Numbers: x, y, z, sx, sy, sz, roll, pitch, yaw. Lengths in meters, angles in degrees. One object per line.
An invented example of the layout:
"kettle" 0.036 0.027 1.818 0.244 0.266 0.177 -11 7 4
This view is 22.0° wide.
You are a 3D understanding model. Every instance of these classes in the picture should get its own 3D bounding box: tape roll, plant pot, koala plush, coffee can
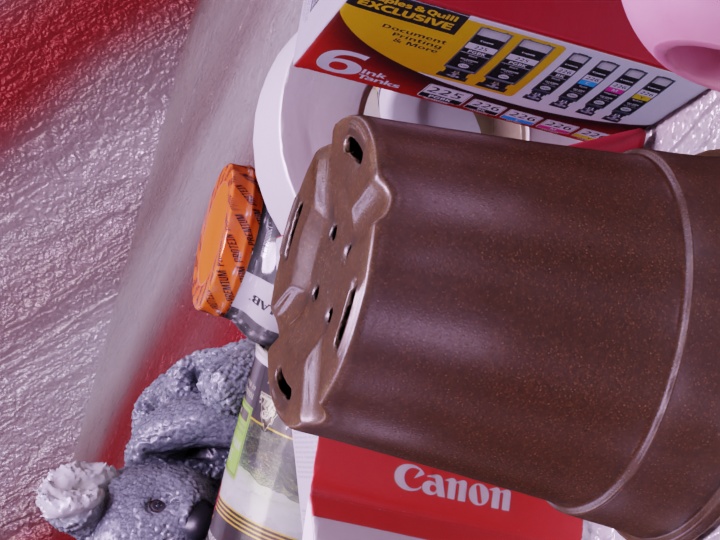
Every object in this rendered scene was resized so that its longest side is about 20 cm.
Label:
"tape roll" 0.039 -0.077 1.107 0.071 0.202 0.203 162 120 -73
"plant pot" 0.071 0.018 0.885 0.200 0.198 0.201 -167 90 -72
"koala plush" -0.137 0.173 1.370 0.184 0.178 0.200 -6 30 45
"coffee can" -0.025 0.160 1.258 0.146 0.146 0.200 -138 62 -74

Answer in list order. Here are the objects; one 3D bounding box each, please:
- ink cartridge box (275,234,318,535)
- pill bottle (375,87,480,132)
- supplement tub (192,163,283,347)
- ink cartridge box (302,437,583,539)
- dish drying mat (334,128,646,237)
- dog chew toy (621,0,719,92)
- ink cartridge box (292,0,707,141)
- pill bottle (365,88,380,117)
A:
"ink cartridge box" -0.006 0.073 1.063 0.109 0.050 0.201 163 102 -73
"pill bottle" 0.062 -0.160 1.271 0.200 0.114 0.114 -97 24 -55
"supplement tub" 0.000 0.000 1.189 0.122 0.200 0.123 -168 90 -76
"ink cartridge box" 0.048 0.159 0.943 0.050 0.161 0.200 150 132 -68
"dish drying mat" 0.064 -0.031 1.011 0.018 0.200 0.077 61 150 26
"dog chew toy" 0.187 -0.178 0.798 0.125 0.124 0.200 170 120 -75
"ink cartridge box" 0.085 -0.147 0.986 0.176 0.200 0.084 143 139 -69
"pill bottle" -0.009 -0.028 1.336 0.109 0.109 0.200 -98 7 -55
